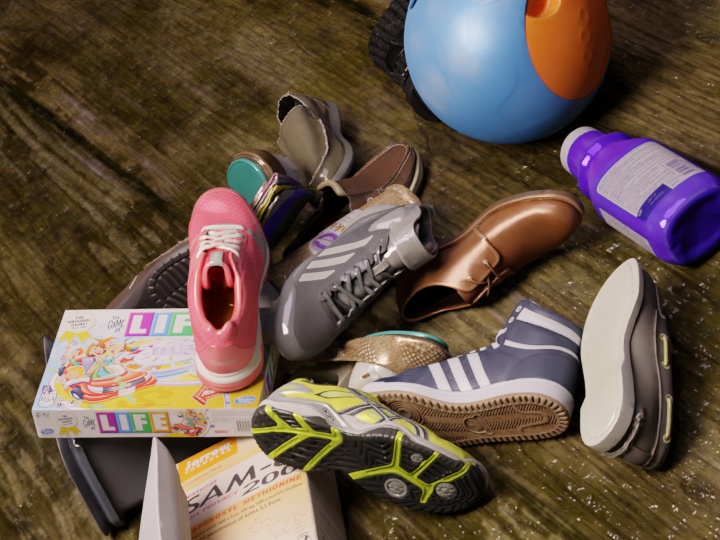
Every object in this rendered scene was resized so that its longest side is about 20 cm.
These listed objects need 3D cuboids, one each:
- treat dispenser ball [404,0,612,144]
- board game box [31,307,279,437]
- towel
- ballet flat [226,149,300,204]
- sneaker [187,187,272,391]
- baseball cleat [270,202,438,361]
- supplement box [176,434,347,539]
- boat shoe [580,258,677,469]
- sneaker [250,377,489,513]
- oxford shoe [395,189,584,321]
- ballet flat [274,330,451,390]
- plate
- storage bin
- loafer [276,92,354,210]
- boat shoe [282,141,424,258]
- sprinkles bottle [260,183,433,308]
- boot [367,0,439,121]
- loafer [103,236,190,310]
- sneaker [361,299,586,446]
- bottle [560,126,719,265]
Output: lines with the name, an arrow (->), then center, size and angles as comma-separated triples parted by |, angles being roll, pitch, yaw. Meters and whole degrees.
treat dispenser ball -> 0.141, -0.221, 1.822 | 0.200, 0.201, 0.202 | -23, 35, 17
board game box -> -0.174, 0.088, 1.667 | 0.198, 0.034, 0.135 | -1, 38, 8
towel -> -0.098, -0.024, 1.806 | 0.144, 0.023, 0.200 | -59, -7, 4
ballet flat -> -0.098, -0.074, 1.905 | 0.072, 0.200, 0.068 | -32, 73, -26
sneaker -> -0.113, 0.000, 1.635 | 0.073, 0.087, 0.201 | -6, 56, 0
baseball cleat -> 0.000, 0.000, 1.675 | 0.106, 0.070, 0.200 | -12, 33, 44
supplement box -> -0.081, 0.219, 1.579 | 0.125, 0.074, 0.201 | -28, 33, 9
boat shoe -> 0.216, 0.074, 1.512 | 0.072, 0.060, 0.203 | -48, 20, 39
sneaker -> 0.014, 0.132, 1.548 | 0.199, 0.076, 0.077 | 20, 38, 12
oxford shoe -> 0.116, -0.007, 1.702 | 0.199, 0.071, 0.072 | -29, 36, 30
ballet flat -> -0.002, 0.094, 1.682 | 0.199, 0.070, 0.066 | -7, 50, 48
plate -> -0.157, 0.270, 1.515 | 0.032, 0.201, 0.201 | 5, 33, -12
storage bin -> -0.209, 0.120, 1.773 | 0.133, 0.146, 0.200 | -22, 34, 0
loafer -> -0.056, -0.126, 1.978 | 0.076, 0.069, 0.200 | -60, 20, 20
boat shoe -> -0.007, -0.062, 1.867 | 0.074, 0.075, 0.203 | 2, 48, 42
sprinkles bottle -> -0.026, -0.004, 1.782 | 0.199, 0.069, 0.068 | -34, 31, -22
boot -> 0.110, -0.260, 2.009 | 0.210, 0.080, 0.158 | -33, 33, 4
loafer -> -0.198, 0.015, 1.924 | 0.199, 0.073, 0.071 | -34, 26, 18
sneaker -> 0.097, 0.085, 1.593 | 0.199, 0.070, 0.109 | -4, 46, 32
bottle -> 0.243, -0.073, 1.668 | 0.083, 0.065, 0.200 | -38, 33, -7
